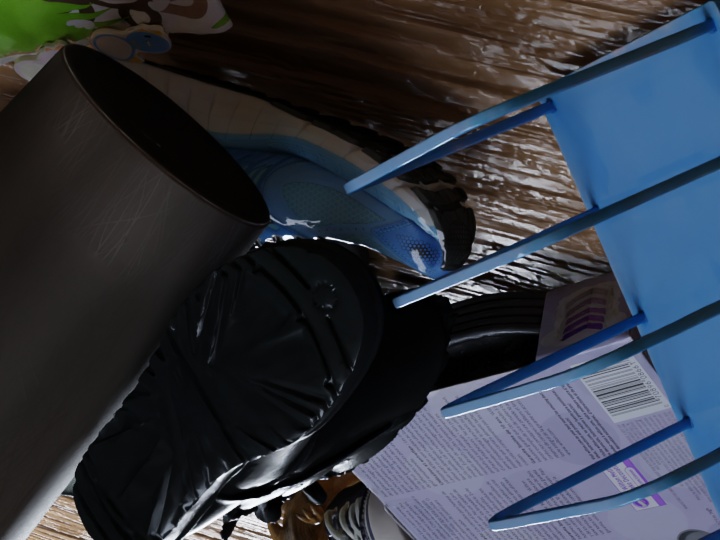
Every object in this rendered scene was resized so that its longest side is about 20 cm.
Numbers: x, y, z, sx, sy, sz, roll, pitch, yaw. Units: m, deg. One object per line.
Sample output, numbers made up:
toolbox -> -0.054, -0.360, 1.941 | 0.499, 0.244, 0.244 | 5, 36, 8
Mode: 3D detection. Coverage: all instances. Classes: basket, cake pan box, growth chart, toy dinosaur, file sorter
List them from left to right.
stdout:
basket -> -0.143, 0.015, 1.075 | 0.136, 0.200, 0.180 | 39, -169, -15
growth chart -> -0.119, -0.128, 1.048 | 0.200, 0.018, 0.145 | -16, 140, 32
toy dinosaur -> -0.027, 0.133, 1.497 | 0.060, 0.200, 0.106 | -21, 104, 24
cake pan box -> 0.099, 0.091, 1.239 | 0.184, 0.052, 0.200 | -19, 129, 32
file sorter -> 0.098, 0.025, 0.949 | 0.200, 0.123, 0.139 | 66, 155, 0

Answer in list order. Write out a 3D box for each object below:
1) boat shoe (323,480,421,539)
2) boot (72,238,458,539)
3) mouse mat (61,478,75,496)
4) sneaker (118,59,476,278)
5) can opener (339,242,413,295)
boat shoe -> 0.018, 0.141, 1.383 | 0.093, 0.075, 0.200 | -26, 175, 18
boot -> -0.017, 0.042, 1.065 | 0.073, 0.162, 0.198 | 54, 128, 15
mouse mat -> -0.143, 0.085, 1.364 | 0.200, 0.008, 0.161 | 8, 148, -14
sneaker -> -0.040, -0.030, 1.138 | 0.200, 0.090, 0.078 | 20, -174, 28
can opener -> 0.000, 0.000, 1.267 | 0.066, 0.053, 0.200 | -14, 152, 7
